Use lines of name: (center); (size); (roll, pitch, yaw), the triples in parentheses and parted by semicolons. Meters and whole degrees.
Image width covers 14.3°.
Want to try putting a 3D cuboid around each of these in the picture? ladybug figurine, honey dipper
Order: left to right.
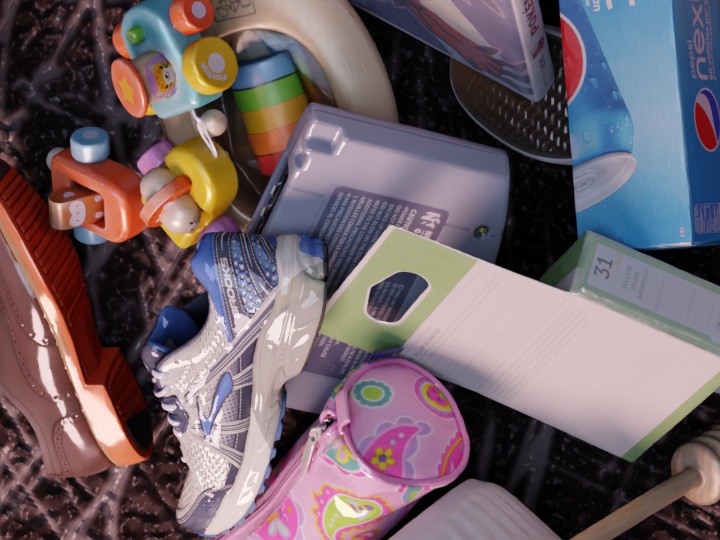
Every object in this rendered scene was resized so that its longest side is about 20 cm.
ladybug figurine: (-0.042, -0.094, 1.608); (0.136, 0.072, 0.200); (-10, 105, 19)
honey dipper: (0.151, 0.130, 1.567); (0.038, 0.200, 0.038); (20, 121, 38)

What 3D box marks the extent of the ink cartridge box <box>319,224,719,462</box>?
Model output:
ink cartridge box: (0.090, 0.025, 1.526); (0.200, 0.146, 0.048); (24, 61, -9)

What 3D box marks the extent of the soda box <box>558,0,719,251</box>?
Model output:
soda box: (0.149, -0.110, 1.511); (0.068, 0.064, 0.200); (-5, 89, 31)

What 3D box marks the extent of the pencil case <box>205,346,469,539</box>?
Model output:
pencil case: (-0.017, 0.125, 1.594); (0.087, 0.087, 0.200); (40, 139, 1)

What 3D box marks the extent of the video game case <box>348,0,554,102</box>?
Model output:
video game case: (0.007, -0.177, 1.523); (0.200, 0.182, 0.023); (29, 75, 20)

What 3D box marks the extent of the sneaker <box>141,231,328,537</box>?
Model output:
sneaker: (-0.080, 0.056, 1.559); (0.085, 0.077, 0.200); (14, 121, -8)

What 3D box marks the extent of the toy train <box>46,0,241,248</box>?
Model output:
toy train: (-0.133, -0.078, 1.583); (0.150, 0.056, 0.200); (31, 134, 30)

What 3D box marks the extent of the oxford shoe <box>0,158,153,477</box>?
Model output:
oxford shoe: (-0.191, 0.031, 1.651); (0.072, 0.071, 0.200); (-20, 103, 15)

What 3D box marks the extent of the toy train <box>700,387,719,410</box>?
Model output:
toy train: (0.134, 0.047, 1.626); (0.200, 0.046, 0.034); (15, 100, 6)

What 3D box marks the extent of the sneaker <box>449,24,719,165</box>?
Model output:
sneaker: (0.147, -0.090, 1.598); (0.200, 0.085, 0.073); (19, 104, 27)

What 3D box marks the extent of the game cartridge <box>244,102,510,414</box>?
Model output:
game cartridge: (0.000, 0.000, 1.578); (0.133, 0.041, 0.200); (16, 129, -15)

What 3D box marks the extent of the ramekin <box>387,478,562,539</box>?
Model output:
ramekin: (0.035, 0.205, 1.593); (0.200, 0.200, 0.105); (-43, 82, 12)
